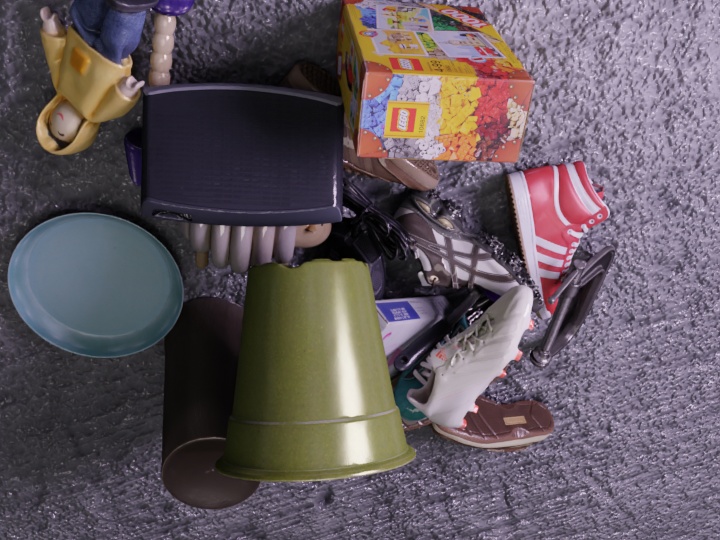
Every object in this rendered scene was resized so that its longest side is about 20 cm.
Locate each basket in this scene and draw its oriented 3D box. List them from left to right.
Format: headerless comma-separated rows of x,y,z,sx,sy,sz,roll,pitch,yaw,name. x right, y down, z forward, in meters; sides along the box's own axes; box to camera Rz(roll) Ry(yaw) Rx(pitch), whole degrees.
-0.171,0.163,0.925,0.133,0.202,0.183,-14,124,1,basket

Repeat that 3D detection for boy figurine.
-0.262,-0.196,0.744,0.124,0.064,0.201,42,126,3,boy figurine

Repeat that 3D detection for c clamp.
0.249,0.049,0.952,0.170,0.027,0.202,-39,150,-31,c clamp

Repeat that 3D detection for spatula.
0.112,0.050,0.907,0.199,0.056,0.021,-41,159,-17,spatula

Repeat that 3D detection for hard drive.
-0.111,-0.112,0.747,0.195,0.042,0.138,1,90,-8,hard drive

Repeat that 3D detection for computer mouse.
0.000,0.000,0.908,0.052,0.138,0.203,-21,142,-41,computer mouse

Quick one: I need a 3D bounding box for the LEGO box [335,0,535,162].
0.059,-0.182,0.729,0.145,0.202,0.079,1,125,-9,LEGO box

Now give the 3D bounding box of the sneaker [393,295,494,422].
0.112,0.096,0.945,0.200,0.071,0.080,-45,160,-12,sneaker

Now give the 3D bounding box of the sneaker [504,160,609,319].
0.242,-0.035,0.930,0.110,0.072,0.203,-14,122,6,sneaker

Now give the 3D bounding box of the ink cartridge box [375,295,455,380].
0.008,0.113,0.944,0.201,0.043,0.195,-50,158,21,ink cartridge box

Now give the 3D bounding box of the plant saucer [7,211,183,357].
-0.305,0.015,0.914,0.195,0.028,0.204,-4,124,-6,plant saucer

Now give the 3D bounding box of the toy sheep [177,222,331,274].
-0.127,-0.059,0.831,0.195,0.139,0.140,4,123,-10,toy sheep

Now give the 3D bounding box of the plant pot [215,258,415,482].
-0.049,0.089,0.770,0.195,0.200,0.195,-3,87,-6,plant pot

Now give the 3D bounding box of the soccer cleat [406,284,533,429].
0.120,0.093,0.858,0.076,0.070,0.202,25,120,-6,soccer cleat

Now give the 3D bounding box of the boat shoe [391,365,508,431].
0.097,0.148,1.025,0.196,0.076,0.073,-23,102,-2,boat shoe

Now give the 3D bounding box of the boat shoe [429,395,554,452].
0.173,0.223,1.082,0.198,0.076,0.075,10,137,-25,boat shoe

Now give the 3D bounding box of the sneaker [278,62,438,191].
-0.006,-0.138,0.838,0.198,0.071,0.075,34,125,-18,sneaker

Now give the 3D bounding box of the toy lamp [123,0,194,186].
-0.204,-0.179,0.782,0.057,0.059,0.204,8,119,-13,toy lamp

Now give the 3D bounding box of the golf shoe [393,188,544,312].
0.117,-0.007,0.893,0.199,0.078,0.095,40,104,8,golf shoe
